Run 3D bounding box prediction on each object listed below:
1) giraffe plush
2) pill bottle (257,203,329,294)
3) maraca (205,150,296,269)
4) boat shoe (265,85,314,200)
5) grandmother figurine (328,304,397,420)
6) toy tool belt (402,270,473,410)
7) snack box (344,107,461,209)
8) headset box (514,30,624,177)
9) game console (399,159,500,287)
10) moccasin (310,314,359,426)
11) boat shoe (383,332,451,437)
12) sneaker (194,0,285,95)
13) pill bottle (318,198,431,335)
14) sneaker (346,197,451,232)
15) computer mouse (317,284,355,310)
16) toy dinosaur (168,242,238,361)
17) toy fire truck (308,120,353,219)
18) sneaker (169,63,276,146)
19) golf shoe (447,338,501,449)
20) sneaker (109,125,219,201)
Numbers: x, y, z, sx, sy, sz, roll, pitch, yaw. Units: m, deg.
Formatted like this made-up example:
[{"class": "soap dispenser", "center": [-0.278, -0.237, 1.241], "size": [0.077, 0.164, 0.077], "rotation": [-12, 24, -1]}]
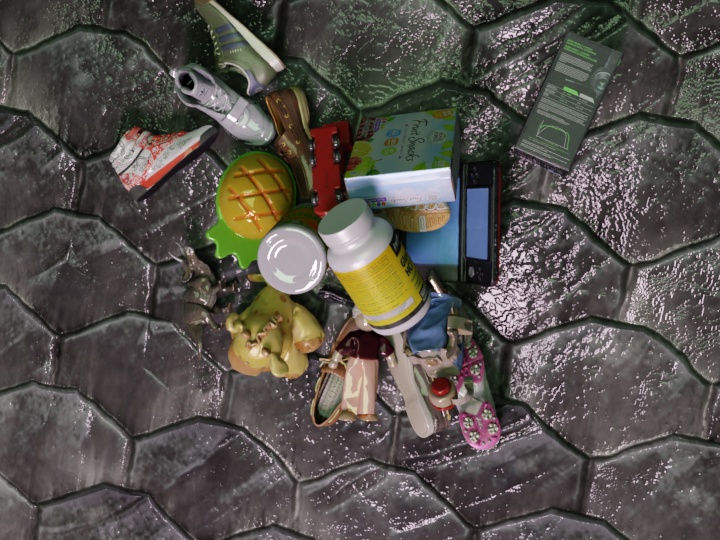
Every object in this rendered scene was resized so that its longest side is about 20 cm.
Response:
[{"class": "giraffe plush", "center": [-0.156, 0.112, 1.439], "size": [0.171, 0.162, 0.202], "rotation": [18, 118, 8]}, {"class": "pill bottle", "center": [-0.091, -0.046, 1.416], "size": [0.110, 0.200, 0.112], "rotation": [3, 109, 9]}, {"class": "maraca", "center": [-0.185, -0.105, 1.475], "size": [0.136, 0.107, 0.202], "rotation": [23, 81, -12]}, {"class": "boat shoe", "center": [-0.114, -0.212, 1.471], "size": [0.067, 0.072, 0.202], "rotation": [-12, 85, -24]}, {"class": "grandmother figurine", "center": [0.008, 0.145, 1.437], "size": [0.120, 0.060, 0.203], "rotation": [4, 89, -32]}, {"class": "toy tool belt", "center": [0.121, 0.108, 1.388], "size": [0.123, 0.201, 0.124], "rotation": [-8, 136, 13]}, {"class": "snack box", "center": [0.073, -0.180, 1.382], "size": [0.167, 0.201, 0.068], "rotation": [-4, 127, 14]}, {"class": "headset box", "center": [0.321, -0.258, 1.345], "size": [0.092, 0.174, 0.202], "rotation": [25, 96, 9]}, {"class": "game console", "center": [0.144, -0.078, 1.423], "size": [0.117, 0.172, 0.203], "rotation": [-1, 94, -16]}, {"class": "moccasin", "center": [-0.037, 0.172, 1.489], "size": [0.073, 0.078, 0.203], "rotation": [28, 98, 8]}, {"class": "boat shoe", "center": [0.097, 0.179, 1.473], "size": [0.059, 0.072, 0.202], "rotation": [-13, 76, -29]}, {"class": "sneaker", "center": [-0.229, -0.386, 1.493], "size": [0.200, 0.067, 0.090], "rotation": [42, 95, 2]}, {"class": "pill bottle", "center": [0.020, -0.007, 1.331], "size": [0.112, 0.113, 0.201], "rotation": [-27, 120, 11]}, {"class": "sneaker", "center": [0.063, -0.102, 1.433], "size": [0.198, 0.087, 0.077], "rotation": [2, 96, 28]}, {"class": "computer mouse", "center": [0.000, 0.000, 1.442], "size": [0.109, 0.044, 0.201], "rotation": [28, 132, 7]}, {"class": "toy dinosaur", "center": [-0.280, 0.054, 1.541], "size": [0.101, 0.077, 0.203], "rotation": [8, 100, 22]}, {"class": "toy fire truck", "center": [-0.044, -0.166, 1.416], "size": [0.048, 0.141, 0.202], "rotation": [-7, 74, 10]}, {"class": "sneaker", "center": [-0.239, -0.283, 1.479], "size": [0.199, 0.115, 0.075], "rotation": [38, 100, 6]}, {"class": "golf shoe", "center": [0.185, 0.206, 1.456], "size": [0.074, 0.092, 0.202], "rotation": [-14, 68, 9]}, {"class": "sneaker", "center": [-0.353, -0.222, 1.529], "size": [0.201, 0.067, 0.108], "rotation": [-36, 89, 13]}]
